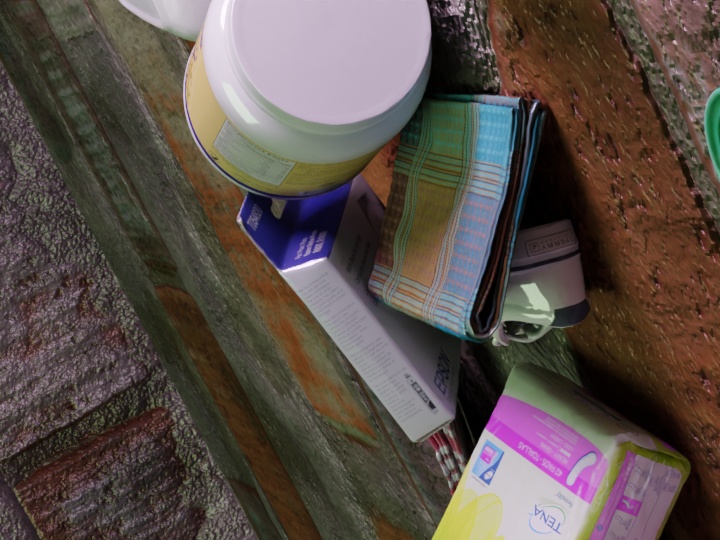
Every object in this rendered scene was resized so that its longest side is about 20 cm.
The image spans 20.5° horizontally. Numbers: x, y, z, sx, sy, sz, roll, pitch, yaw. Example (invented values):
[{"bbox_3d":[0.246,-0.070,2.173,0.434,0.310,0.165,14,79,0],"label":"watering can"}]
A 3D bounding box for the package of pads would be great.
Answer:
[{"bbox_3d":[0.116,0.177,1.280,0.068,0.200,0.154,21,-174,-29],"label":"package of pads"}]

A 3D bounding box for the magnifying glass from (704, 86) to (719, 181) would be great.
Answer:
[{"bbox_3d":[0.199,-0.007,0.941,0.080,0.022,0.200,46,161,47],"label":"magnifying glass"}]

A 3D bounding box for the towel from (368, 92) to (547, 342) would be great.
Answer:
[{"bbox_3d":[0.053,-0.039,1.235,0.200,0.022,0.147,-160,82,-70],"label":"towel"}]

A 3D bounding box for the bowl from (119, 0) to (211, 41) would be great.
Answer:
[{"bbox_3d":[-0.174,-0.280,1.642,0.200,0.075,0.200,35,153,58],"label":"bowl"}]

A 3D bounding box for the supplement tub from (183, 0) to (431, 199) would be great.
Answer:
[{"bbox_3d":[-0.035,-0.131,1.278,0.146,0.145,0.200,60,167,2],"label":"supplement tub"}]

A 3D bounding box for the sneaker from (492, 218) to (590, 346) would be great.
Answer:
[{"bbox_3d":[0.087,0.014,1.271,0.200,0.073,0.071,165,92,-75],"label":"sneaker"}]

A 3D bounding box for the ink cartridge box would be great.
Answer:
[{"bbox_3d":[0.000,0.000,1.409,0.200,0.041,0.200,51,-163,-14],"label":"ink cartridge box"}]

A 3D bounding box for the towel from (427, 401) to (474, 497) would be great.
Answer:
[{"bbox_3d":[0.065,0.123,1.593,0.146,0.030,0.200,-98,-11,-59],"label":"towel"}]
